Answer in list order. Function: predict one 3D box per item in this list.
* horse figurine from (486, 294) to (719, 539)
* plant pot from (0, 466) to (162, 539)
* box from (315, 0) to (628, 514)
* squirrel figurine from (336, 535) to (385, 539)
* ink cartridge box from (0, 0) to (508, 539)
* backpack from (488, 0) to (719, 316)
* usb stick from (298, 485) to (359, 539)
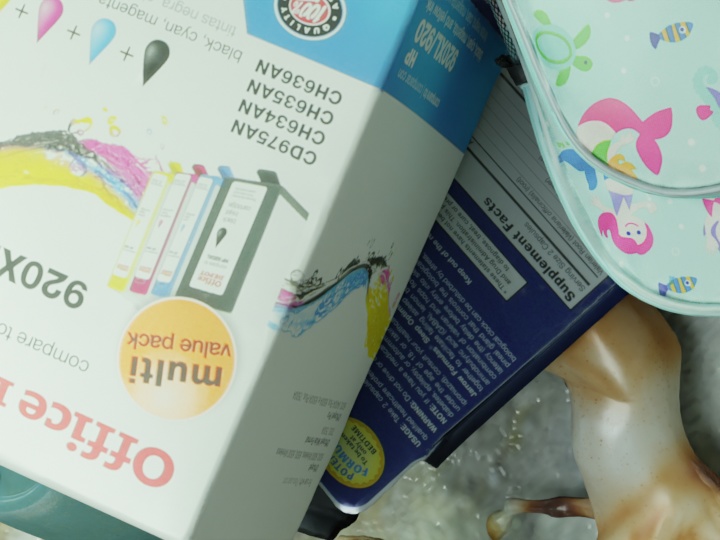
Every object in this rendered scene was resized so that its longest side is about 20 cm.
[{"bbox_3d":[0.086,0.059,1.031,0.132,0.050,0.201,-14,95,39],"label":"horse figurine"},{"bbox_3d":[-0.107,0.029,1.087,0.199,0.135,0.201,13,113,33],"label":"plant pot"},{"bbox_3d":[0.036,-0.018,0.991,0.200,0.032,0.121,-41,75,1],"label":"box"},{"bbox_3d":[-0.027,0.194,1.046,0.142,0.199,0.187,45,150,24],"label":"squirrel figurine"},{"bbox_3d":[-0.064,-0.023,0.918,0.147,0.145,0.201,23,89,13],"label":"ink cartridge box"},{"bbox_3d":[0.129,-0.088,0.889,0.177,0.151,0.201,-16,99,16],"label":"backpack"},{"bbox_3d":[0.000,0.000,1.031,0.055,0.033,0.201,18,86,-6],"label":"usb stick"}]
